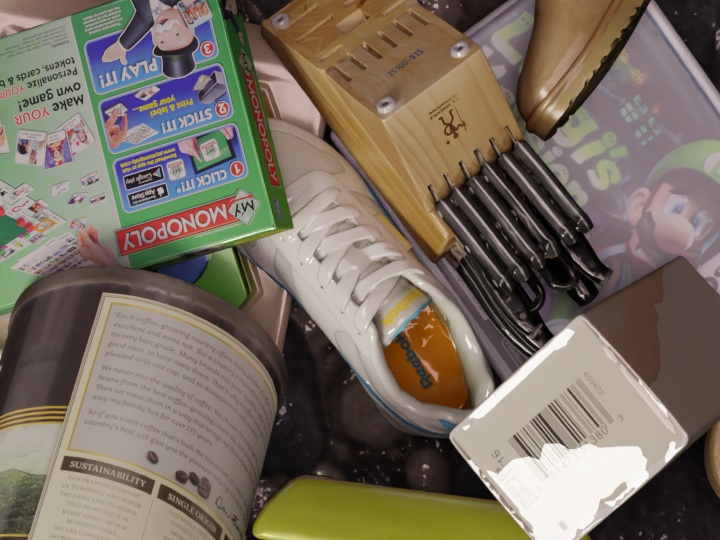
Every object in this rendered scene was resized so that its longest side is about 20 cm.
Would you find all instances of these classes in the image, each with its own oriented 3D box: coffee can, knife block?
[{"bbox_3d":[-0.127,0.121,1.347,0.145,0.147,0.201,14,55,0],"label":"coffee can"},{"bbox_3d":[0.045,-0.049,1.406,0.064,0.200,0.176,-35,128,-10],"label":"knife block"}]

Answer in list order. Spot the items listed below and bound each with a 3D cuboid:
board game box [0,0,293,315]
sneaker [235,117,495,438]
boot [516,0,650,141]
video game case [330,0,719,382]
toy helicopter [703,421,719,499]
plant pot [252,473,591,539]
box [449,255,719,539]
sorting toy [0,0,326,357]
[{"bbox_3d":[-0.142,-0.060,1.397,0.199,0.029,0.136,-15,86,19],"label":"board game box"},{"bbox_3d":[0.000,0.000,1.407,0.076,0.081,0.200,-43,101,-12],"label":"sneaker"},{"bbox_3d":[0.062,-0.185,1.415,0.199,0.066,0.176,32,76,6],"label":"boot"},{"bbox_3d":[0.113,-0.044,1.450,0.181,0.023,0.201,-36,91,0],"label":"video game case"},{"bbox_3d":[0.248,0.042,1.439,0.132,0.079,0.201,34,80,8],"label":"toy helicopter"},{"bbox_3d":[0.024,0.200,1.373,0.198,0.199,0.183,8,85,0],"label":"plant pot"},{"bbox_3d":[0.127,0.062,1.332,0.095,0.200,0.078,-43,83,19],"label":"box"},{"bbox_3d":[-0.119,-0.040,1.443,0.184,0.036,0.202,11,91,0],"label":"sorting toy"}]
